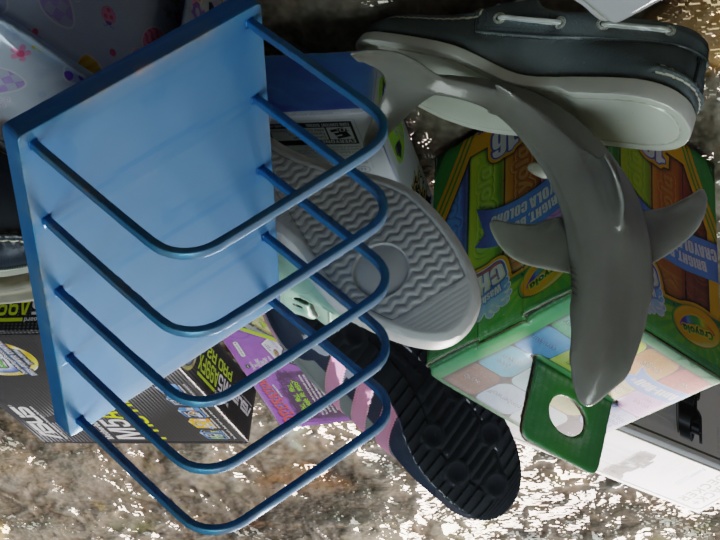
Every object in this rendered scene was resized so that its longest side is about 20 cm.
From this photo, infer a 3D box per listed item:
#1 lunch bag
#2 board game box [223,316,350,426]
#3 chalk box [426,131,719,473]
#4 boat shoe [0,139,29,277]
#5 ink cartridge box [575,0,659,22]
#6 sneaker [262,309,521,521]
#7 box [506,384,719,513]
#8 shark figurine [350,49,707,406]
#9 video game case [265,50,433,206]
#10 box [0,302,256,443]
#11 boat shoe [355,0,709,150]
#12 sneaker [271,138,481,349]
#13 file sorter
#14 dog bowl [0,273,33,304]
[{"bbox_3d":[-0.138,-0.124,1.108,0.127,0.170,0.200,-27,131,35],"label":"lunch bag"},{"bbox_3d":[-0.032,0.037,1.450,0.120,0.032,0.200,-11,141,14],"label":"board game box"},{"bbox_3d":[0.123,0.015,1.249,0.125,0.201,0.124,30,137,-34],"label":"chalk box"},{"bbox_3d":[-0.222,-0.053,1.014,0.199,0.075,0.062,19,150,-7],"label":"boat shoe"},{"bbox_3d":[0.151,-0.219,1.014,0.200,0.084,0.145,-26,136,36],"label":"ink cartridge box"},{"bbox_3d":[0.017,0.070,1.325,0.200,0.070,0.082,51,157,-5],"label":"sneaker"},{"bbox_3d":[0.158,0.067,1.394,0.199,0.117,0.060,21,142,-24],"label":"box"},{"bbox_3d":[0.100,-0.054,1.124,0.128,0.215,0.090,-38,172,-9],"label":"shark figurine"},{"bbox_3d":[-0.067,-0.058,1.281,0.199,0.046,0.181,-1,150,14],"label":"video game case"},{"bbox_3d":[-0.176,0.061,1.445,0.160,0.044,0.200,-2,154,17],"label":"box"},{"bbox_3d":[0.094,-0.115,1.185,0.199,0.062,0.073,13,155,27],"label":"boat shoe"},{"bbox_3d":[0.000,0.000,1.186,0.200,0.074,0.118,33,165,34],"label":"sneaker"},{"bbox_3d":[-0.065,0.005,1.024,0.139,0.123,0.200,-32,143,-27],"label":"file sorter"},{"bbox_3d":[-0.249,-0.030,1.160,0.199,0.074,0.200,2,171,0],"label":"dog bowl"}]
